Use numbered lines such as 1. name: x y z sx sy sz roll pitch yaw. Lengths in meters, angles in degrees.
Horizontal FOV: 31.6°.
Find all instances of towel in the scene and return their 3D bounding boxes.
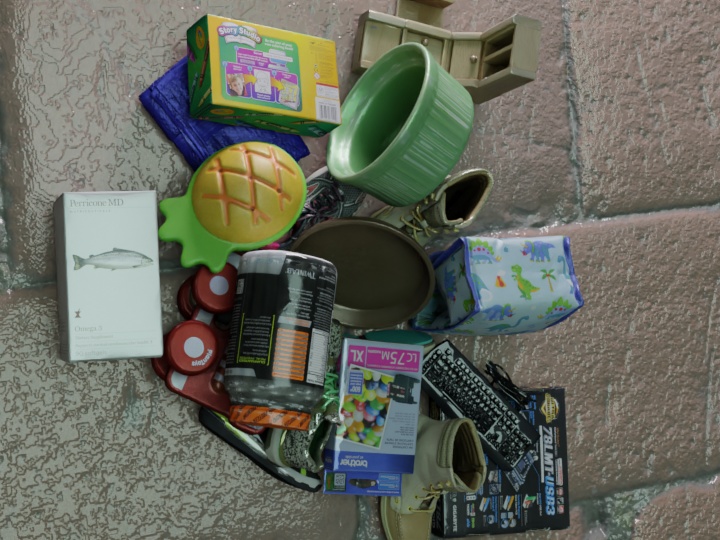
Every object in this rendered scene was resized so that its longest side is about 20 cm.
1. towel: -0.173 -0.191 1.655 0.147 0.049 0.201 -41 102 -16

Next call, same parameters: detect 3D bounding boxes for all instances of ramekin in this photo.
1. ramekin: 0.054 -0.180 1.631 0.097 0.199 0.202 31 78 -28

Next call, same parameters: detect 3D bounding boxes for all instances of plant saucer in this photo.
1. plant saucer: 0.000 0.000 1.656 0.198 0.200 0.030 26 44 -17

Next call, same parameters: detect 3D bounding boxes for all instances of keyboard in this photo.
1. keyboard: 0.170 0.173 1.729 0.200 0.040 0.104 45 74 -13

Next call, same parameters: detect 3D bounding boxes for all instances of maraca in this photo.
1. maraca: -0.157 -0.081 1.571 0.199 0.107 0.137 -38 76 -21

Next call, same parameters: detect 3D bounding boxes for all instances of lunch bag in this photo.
1. lunch bag: 0.174 0.032 1.701 0.168 0.200 0.129 -1 68 -21

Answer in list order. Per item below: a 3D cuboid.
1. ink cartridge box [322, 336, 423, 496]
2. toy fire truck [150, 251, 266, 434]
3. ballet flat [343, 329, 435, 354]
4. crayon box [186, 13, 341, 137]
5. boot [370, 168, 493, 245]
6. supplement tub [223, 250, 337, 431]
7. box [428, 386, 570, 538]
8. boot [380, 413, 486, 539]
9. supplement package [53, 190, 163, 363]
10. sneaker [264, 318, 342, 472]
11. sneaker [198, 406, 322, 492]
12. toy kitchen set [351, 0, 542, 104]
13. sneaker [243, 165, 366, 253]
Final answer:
1. ink cartridge box: 0.016 0.192 1.647 0.118 0.042 0.203 7 88 -24
2. toy fire truck: -0.159 0.086 1.603 0.167 0.112 0.202 27 70 -14
3. ballet flat: 0.003 0.115 1.709 0.197 0.069 0.070 2 87 -18
4. crayon box: -0.122 -0.247 1.634 0.198 0.058 0.120 5 73 -35
5. boot: 0.077 -0.061 1.679 0.200 0.154 0.072 -41 102 -15
6. supplement tub: -0.097 0.085 1.517 0.121 0.122 0.203 11 80 -20
7. box: 0.194 0.265 1.776 0.196 0.050 0.203 -1 87 -21
8. boot: 0.098 0.290 1.679 0.071 0.154 0.203 1 87 -36
9. supplement package: -0.310 0.008 1.560 0.115 0.117 0.203 -3 89 -18
10. sneaker: -0.047 0.161 1.585 0.076 0.088 0.202 11 96 -50
11. sneaker: -0.117 0.211 1.649 0.199 0.072 0.083 38 75 -15
12. toy kitchen set: 0.117 -0.338 1.700 0.198 0.180 0.165 10 83 -19
13. sneaker: -0.064 -0.075 1.678 0.199 0.075 0.081 -36 100 -19
